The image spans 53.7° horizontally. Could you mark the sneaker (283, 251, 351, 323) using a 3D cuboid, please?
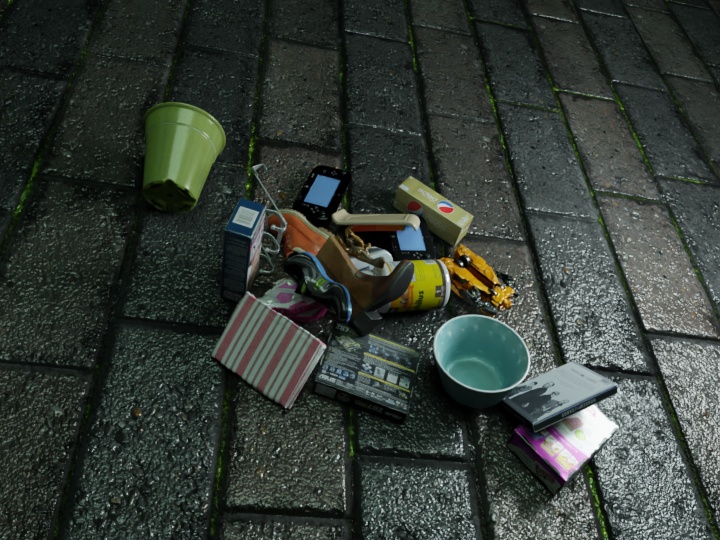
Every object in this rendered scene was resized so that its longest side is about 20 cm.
[{"bbox_3d":[-0.089,0.042,1.450,0.082,0.072,0.200,-20,52,-38],"label":"sneaker"}]

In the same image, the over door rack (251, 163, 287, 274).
[{"bbox_3d":[-0.229,-0.112,1.584,0.065,0.149,0.203,-4,50,-26],"label":"over door rack"}]

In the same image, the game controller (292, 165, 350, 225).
[{"bbox_3d":[-0.094,-0.190,1.755,0.102,0.043,0.202,21,46,2],"label":"game controller"}]

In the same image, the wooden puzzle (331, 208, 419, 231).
[{"bbox_3d":[0.039,-0.113,1.663,0.194,0.038,0.185,6,10,6],"label":"wooden puzzle"}]

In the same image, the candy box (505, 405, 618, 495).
[{"bbox_3d":[0.407,0.334,1.432,0.198,0.062,0.136,-28,59,-34],"label":"candy box"}]

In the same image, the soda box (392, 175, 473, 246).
[{"bbox_3d":[0.181,-0.150,1.793,0.198,0.069,0.064,35,48,16],"label":"soda box"}]

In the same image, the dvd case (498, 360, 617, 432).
[{"bbox_3d":[0.394,0.251,1.441,0.196,0.025,0.150,-20,17,-13],"label":"dvd case"}]

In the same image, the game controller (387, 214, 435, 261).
[{"bbox_3d":[0.118,-0.074,1.705,0.102,0.043,0.202,8,36,-12],"label":"game controller"}]

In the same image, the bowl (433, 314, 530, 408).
[{"bbox_3d":[0.239,0.201,1.460,0.195,0.107,0.203,3,42,-3],"label":"bowl"}]

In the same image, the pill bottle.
[{"bbox_3d":[0.092,0.035,1.572,0.195,0.111,0.111,-3,49,-18],"label":"pill bottle"}]

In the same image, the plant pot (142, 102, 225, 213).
[{"bbox_3d":[-0.422,-0.243,1.635,0.195,0.201,0.194,9,60,-8],"label":"plant pot"}]

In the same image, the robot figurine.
[{"bbox_3d":[0.276,0.029,1.669,0.144,0.059,0.200,-30,62,-35],"label":"robot figurine"}]

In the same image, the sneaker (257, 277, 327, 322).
[{"bbox_3d":[-0.166,0.067,1.494,0.196,0.082,0.089,-8,49,-33],"label":"sneaker"}]

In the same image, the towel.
[{"bbox_3d":[-0.181,0.155,1.391,0.198,0.030,0.148,31,87,13],"label":"towel"}]

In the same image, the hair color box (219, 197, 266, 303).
[{"bbox_3d":[-0.244,-0.037,1.472,0.059,0.202,0.101,17,46,0],"label":"hair color box"}]

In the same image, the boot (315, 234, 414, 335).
[{"bbox_3d":[0.000,0.000,1.482,0.201,0.190,0.068,48,27,25],"label":"boot"}]

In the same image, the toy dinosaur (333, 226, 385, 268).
[{"bbox_3d":[-0.016,-0.051,1.564,0.061,0.106,0.200,-46,36,0],"label":"toy dinosaur"}]

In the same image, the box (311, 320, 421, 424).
[{"bbox_3d":[0.015,0.203,1.442,0.195,0.050,0.163,19,48,0],"label":"box"}]

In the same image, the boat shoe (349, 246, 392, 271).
[{"bbox_3d":[-0.026,-0.010,1.608,0.196,0.073,0.068,-19,28,-17],"label":"boat shoe"}]

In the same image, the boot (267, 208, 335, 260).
[{"bbox_3d":[-0.152,-0.069,1.601,0.197,0.076,0.107,28,46,27],"label":"boot"}]
